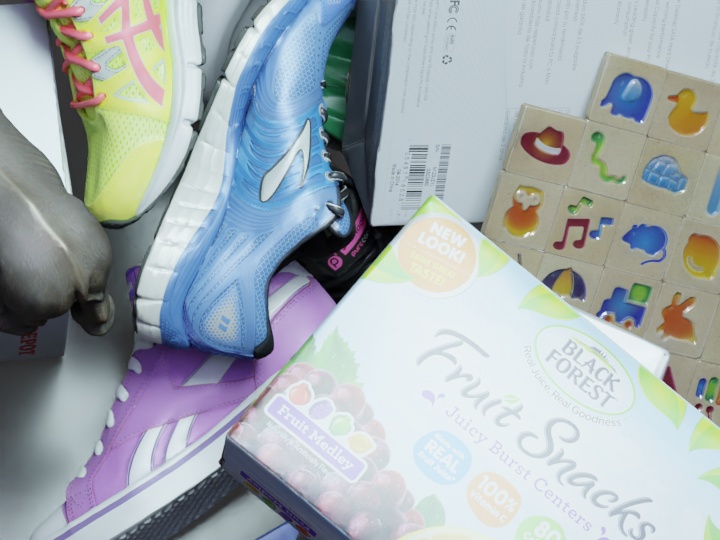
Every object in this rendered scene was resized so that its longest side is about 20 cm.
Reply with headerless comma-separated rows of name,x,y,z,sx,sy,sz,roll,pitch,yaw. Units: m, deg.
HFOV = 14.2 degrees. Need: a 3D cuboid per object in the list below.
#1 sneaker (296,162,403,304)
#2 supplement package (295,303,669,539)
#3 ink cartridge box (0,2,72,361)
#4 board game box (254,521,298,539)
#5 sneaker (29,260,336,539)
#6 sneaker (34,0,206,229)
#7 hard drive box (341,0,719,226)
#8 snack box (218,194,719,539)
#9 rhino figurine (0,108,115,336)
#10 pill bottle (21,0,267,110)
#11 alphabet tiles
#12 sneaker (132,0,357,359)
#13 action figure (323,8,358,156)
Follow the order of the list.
sneaker,0.000,0.000,1.462,0.199,0.084,0.077,32,91,6
supplement package,0.049,0.091,1.342,0.121,0.200,0.120,24,70,0
ink cartridge box,-0.243,-0.034,1.409,0.198,0.145,0.146,-4,73,-11
board game box,0.030,0.201,1.432,0.199,0.041,0.200,-30,79,-16
sneaker,-0.102,0.064,1.429,0.200,0.073,0.114,-38,77,-2
sneaker,-0.122,-0.121,1.360,0.090,0.078,0.202,5,87,-26
hard drive box,0.100,-0.107,1.409,0.198,0.157,0.077,-1,34,-13
snack box,0.061,0.087,1.211,0.200,0.053,0.142,39,70,6
rhino figurine,-0.182,-0.052,1.300,0.060,0.087,0.200,-38,83,-18
pill bottle,-0.126,-0.170,1.478,0.199,0.104,0.104,31,70,21
alphabet tiles,0.152,-0.011,1.406,0.199,0.008,0.168,13,102,-22
sneaker,-0.038,-0.048,1.389,0.089,0.079,0.201,21,80,-1
action figure,0.000,-0.097,1.513,0.199,0.055,0.119,12,69,4
